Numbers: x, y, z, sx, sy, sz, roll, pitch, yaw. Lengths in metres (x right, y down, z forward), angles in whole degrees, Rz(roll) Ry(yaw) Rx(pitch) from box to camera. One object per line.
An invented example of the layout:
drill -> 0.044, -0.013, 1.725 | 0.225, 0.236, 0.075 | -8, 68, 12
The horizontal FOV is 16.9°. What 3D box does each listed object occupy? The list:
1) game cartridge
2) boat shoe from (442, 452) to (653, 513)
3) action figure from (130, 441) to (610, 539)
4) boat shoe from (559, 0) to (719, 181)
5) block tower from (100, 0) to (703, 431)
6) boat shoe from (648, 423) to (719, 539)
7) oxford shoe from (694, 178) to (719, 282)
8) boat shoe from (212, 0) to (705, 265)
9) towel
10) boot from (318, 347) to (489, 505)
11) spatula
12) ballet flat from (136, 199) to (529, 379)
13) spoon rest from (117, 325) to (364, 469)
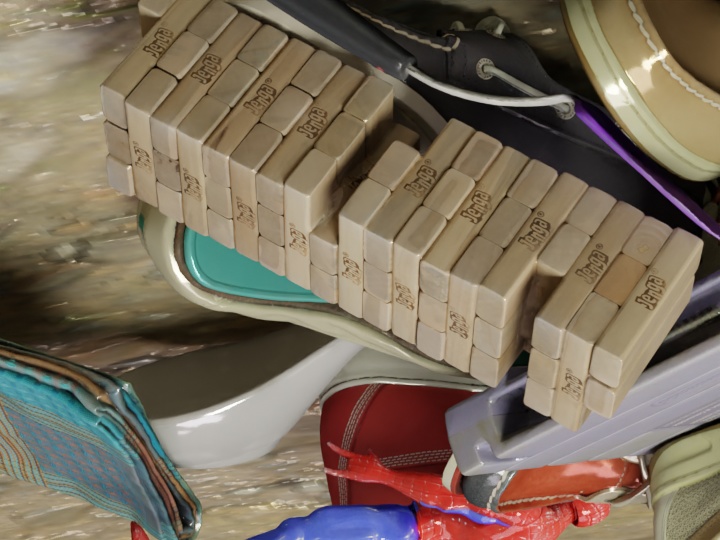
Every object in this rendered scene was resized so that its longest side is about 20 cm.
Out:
game cartridge -> 0.136, 0.024, 0.842 | 0.129, 0.039, 0.200 | -8, 164, -39
boat shoe -> 0.117, 0.063, 0.984 | 0.199, 0.063, 0.071 | -15, 146, -43
action figure -> 0.006, 0.109, 0.997 | 0.198, 0.052, 0.066 | -7, 135, -7
boat shoe -> 0.136, -0.070, 0.804 | 0.066, 0.074, 0.200 | -31, 159, 28
block tower -> 0.006, -0.021, 0.779 | 0.199, 0.058, 0.054 | 29, 150, 17
boat shoe -> 0.179, 0.074, 0.852 | 0.073, 0.064, 0.200 | 23, 148, -35
oxford shoe -> 0.128, -0.004, 0.940 | 0.199, 0.071, 0.074 | 11, 143, -29
boat shoe -> 0.038, -0.054, 0.845 | 0.199, 0.063, 0.073 | 31, 156, -17
towel -> -0.168, 0.053, 0.998 | 0.199, 0.022, 0.147 | 17, 157, 19
boot -> 0.081, 0.111, 1.076 | 0.198, 0.145, 0.073 | 1, 153, -8
spatula -> 0.032, -0.062, 0.773 | 0.199, 0.021, 0.057 | 27, -172, 7
ballet flat -> 0.000, 0.000, 0.958 | 0.199, 0.070, 0.069 | 17, 148, -29
spoon rest -> -0.018, 0.043, 1.023 | 0.198, 0.061, 0.099 | -6, -167, 3
